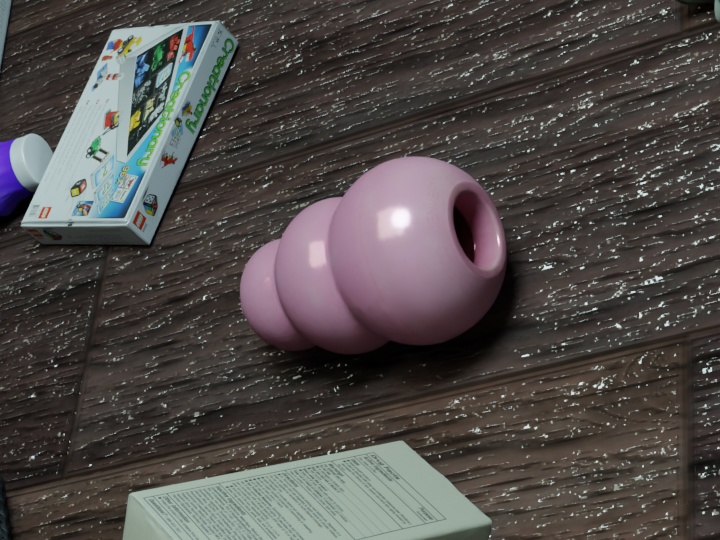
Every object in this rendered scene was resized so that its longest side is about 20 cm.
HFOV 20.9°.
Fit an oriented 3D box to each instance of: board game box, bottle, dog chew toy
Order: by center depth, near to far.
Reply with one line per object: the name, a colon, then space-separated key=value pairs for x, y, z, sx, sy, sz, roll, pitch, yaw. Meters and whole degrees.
dog chew toy: x=0.000 y=0.000 z=1.321 sx=0.199 sy=0.124 sz=0.125 roll=-19 pitch=48 yaw=36
board game box: x=-0.190 y=-0.113 z=1.606 sx=0.125 sy=0.035 sz=0.201 roll=1 pitch=59 yaw=38
bottle: x=-0.351 y=-0.064 z=1.666 sx=0.199 sy=0.065 sz=0.084 roll=-18 pitch=48 yaw=26

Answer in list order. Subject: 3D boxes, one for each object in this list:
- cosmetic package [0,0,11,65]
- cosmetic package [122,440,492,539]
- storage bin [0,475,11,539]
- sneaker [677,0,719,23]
cosmetic package: x=-0.382 y=-0.194 z=1.766 sx=0.071 sy=0.101 sz=0.201 roll=-20 pitch=47 yaw=24
cosmetic package: x=-0.033 y=0.169 z=1.154 sx=0.105 sy=0.199 sz=0.072 roll=39 pitch=127 yaw=47
storage bin: x=-0.362 y=0.208 z=1.412 sx=0.199 sy=0.135 sz=0.094 roll=-31 pitch=45 yaw=13
sneaker: x=0.284 y=-0.187 z=1.290 sx=0.080 sy=0.074 sz=0.200 roll=-57 pitch=38 yaw=-1
